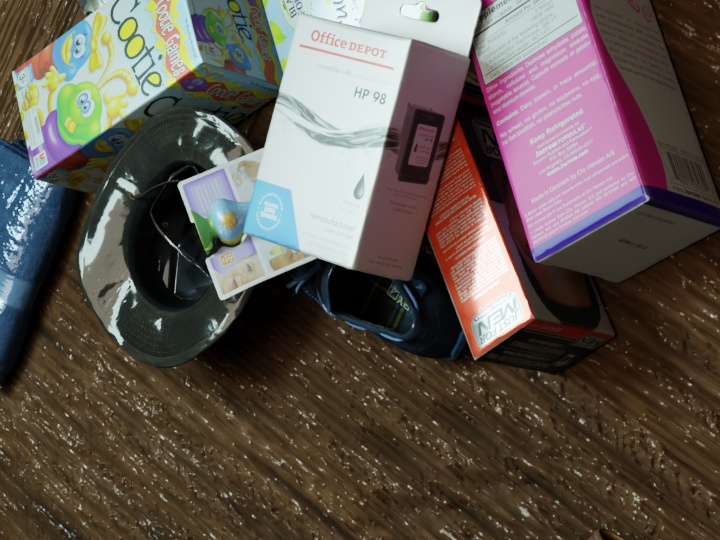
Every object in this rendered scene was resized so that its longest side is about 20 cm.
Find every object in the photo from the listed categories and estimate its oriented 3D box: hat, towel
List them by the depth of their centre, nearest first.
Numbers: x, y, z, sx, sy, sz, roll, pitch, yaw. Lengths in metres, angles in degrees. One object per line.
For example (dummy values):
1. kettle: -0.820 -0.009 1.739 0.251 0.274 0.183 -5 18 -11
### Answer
1. hat: -0.127 -0.024 1.792 0.199 0.081 0.203 -3 85 34
2. towel: -0.314 -0.009 1.971 0.111 0.048 0.201 29 100 39

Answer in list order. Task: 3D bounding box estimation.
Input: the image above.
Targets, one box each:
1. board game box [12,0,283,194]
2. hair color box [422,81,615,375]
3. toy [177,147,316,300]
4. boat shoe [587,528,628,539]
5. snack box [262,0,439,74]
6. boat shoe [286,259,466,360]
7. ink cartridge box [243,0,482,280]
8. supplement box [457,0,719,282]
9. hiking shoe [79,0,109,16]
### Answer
1. board game box: -0.172 -0.153 1.841 0.199 0.103 0.106 -30 63 32
2. hair color box: 0.095 -0.032 1.594 0.061 0.101 0.201 -35 62 30
3. toy: -0.033 -0.069 1.676 0.199 0.047 0.116 -25 55 2
4. boat shoe: 0.210 0.223 1.466 0.199 0.072 0.068 21 97 43
5. snack box: 0.018 -0.229 1.711 0.199 0.067 0.170 -28 71 35
6. boat shoe: 0.000 0.000 1.688 0.199 0.068 0.085 23 96 42
7. ink cartridge box: 0.001 -0.106 1.578 0.115 0.066 0.202 18 95 43
8. supplement box: 0.156 -0.107 1.556 0.103 0.101 0.202 -30 63 33
9. hiking shoe: -0.197 -0.296 1.921 0.100 0.076 0.202 -24 75 25
